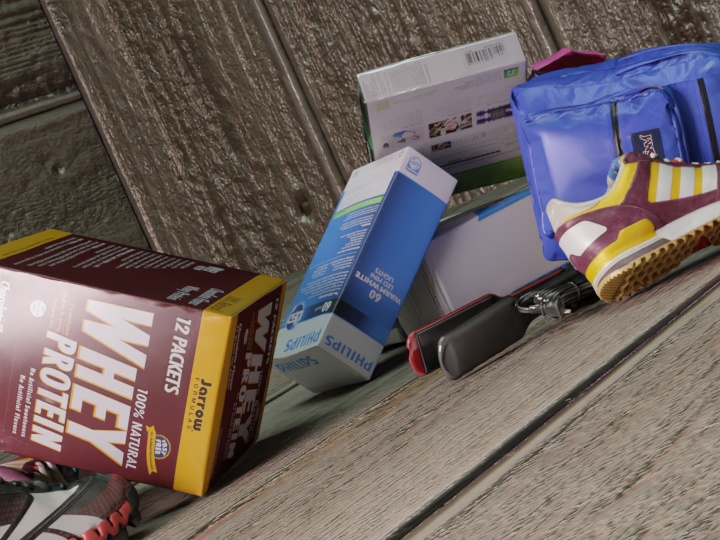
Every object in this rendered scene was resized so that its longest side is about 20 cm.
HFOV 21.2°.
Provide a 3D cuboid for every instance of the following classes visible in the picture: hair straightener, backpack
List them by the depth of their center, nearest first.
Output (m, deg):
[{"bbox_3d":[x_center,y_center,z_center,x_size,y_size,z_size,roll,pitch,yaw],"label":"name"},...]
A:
[{"bbox_3d":[0.132,0.032,1.389,0.200,0.041,0.077,-20,16,-32],"label":"hair straightener"},{"bbox_3d":[0.233,-0.092,1.548,0.199,0.163,0.168,-11,12,12],"label":"backpack"}]

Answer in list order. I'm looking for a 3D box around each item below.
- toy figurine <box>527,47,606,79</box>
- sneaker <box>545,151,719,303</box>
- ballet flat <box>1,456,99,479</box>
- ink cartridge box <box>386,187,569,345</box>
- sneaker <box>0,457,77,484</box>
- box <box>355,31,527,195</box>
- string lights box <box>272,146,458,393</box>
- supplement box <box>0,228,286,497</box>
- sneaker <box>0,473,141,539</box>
[{"bbox_3d":[0.212,-0.113,1.740,0.150,0.185,0.200,-25,4,-7],"label":"toy figurine"},{"bbox_3d":[0.230,-0.058,1.387,0.200,0.090,0.075,-26,-22,-24],"label":"sneaker"},{"bbox_3d":[-0.243,0.170,1.645,0.200,0.069,0.071,-26,-16,-23],"label":"ballet flat"},{"bbox_3d":[0.075,0.001,1.765,0.146,0.086,0.200,-27,3,-30],"label":"ink cartridge box"},{"bbox_3d":[-0.244,0.165,1.411,0.090,0.075,0.200,-31,7,-26],"label":"sneaker"},{"bbox_3d":[0.075,-0.127,1.699,0.144,0.036,0.200,-15,-28,-3],"label":"box"},{"bbox_3d":[0.000,0.000,1.646,0.103,0.059,0.200,-18,43,60],"label":"string lights box"},{"bbox_3d":[-0.179,0.063,1.432,0.199,0.133,0.197,12,9,8],"label":"supplement box"},{"bbox_3d":[-0.226,0.163,1.241,0.071,0.098,0.200,-24,1,45],"label":"sneaker"}]
